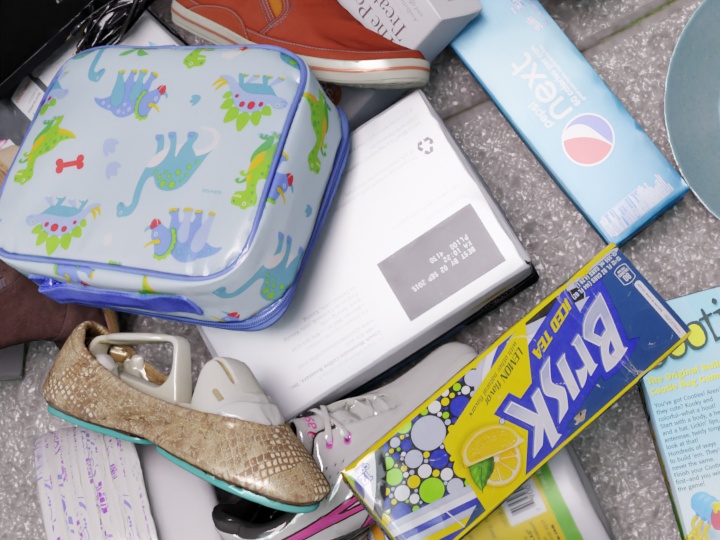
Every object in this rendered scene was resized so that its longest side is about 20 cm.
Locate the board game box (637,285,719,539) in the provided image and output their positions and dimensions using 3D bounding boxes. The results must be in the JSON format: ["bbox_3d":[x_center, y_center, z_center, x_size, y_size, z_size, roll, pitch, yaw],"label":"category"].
[{"bbox_3d":[0.238,0.110,0.749,0.104,0.103,0.202,-15,85,11],"label":"board game box"}]

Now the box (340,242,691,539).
[{"bbox_3d":[0.086,0.077,0.671,0.200,0.064,0.070,-39,80,-8],"label":"box"}]

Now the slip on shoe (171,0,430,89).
[{"bbox_3d":[-0.040,-0.157,0.748,0.199,0.074,0.062,28,111,32],"label":"slip on shoe"}]

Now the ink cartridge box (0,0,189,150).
[{"bbox_3d":[-0.189,-0.122,0.850,0.200,0.083,0.146,43,96,9],"label":"ink cartridge box"}]

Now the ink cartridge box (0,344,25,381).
[{"bbox_3d":[-0.347,-0.001,0.874,0.198,0.084,0.148,4,88,10],"label":"ink cartridge box"}]

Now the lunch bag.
[{"bbox_3d":[-0.116,-0.049,0.712,0.198,0.083,0.162,5,66,28],"label":"lunch bag"}]

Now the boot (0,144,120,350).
[{"bbox_3d":[-0.254,0.034,0.787,0.072,0.201,0.166,20,51,38],"label":"boot"}]

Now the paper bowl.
[{"bbox_3d":[-0.136,0.191,0.769,0.103,0.201,0.203,-13,85,-12],"label":"paper bowl"}]

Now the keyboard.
[{"bbox_3d":[-0.180,-0.181,0.800,0.200,0.040,0.104,-40,57,6],"label":"keyboard"}]

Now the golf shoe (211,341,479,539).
[{"bbox_3d":[0.000,0.111,0.722,0.200,0.092,0.072,-45,36,-12],"label":"golf shoe"}]

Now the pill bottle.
[{"bbox_3d":[0.056,0.178,0.777,0.199,0.111,0.112,-26,83,9],"label":"pill bottle"}]

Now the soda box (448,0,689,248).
[{"bbox_3d":[0.130,-0.110,0.797,0.064,0.068,0.201,-38,82,9],"label":"soda box"}]

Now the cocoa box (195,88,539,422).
[{"bbox_3d":[0.000,0.000,0.784,0.199,0.131,0.134,-33,81,8],"label":"cocoa box"}]

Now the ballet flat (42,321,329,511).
[{"bbox_3d":[-0.100,0.074,0.676,0.198,0.070,0.066,16,92,27],"label":"ballet flat"}]

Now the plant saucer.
[{"bbox_3d":[0.298,-0.108,0.781,0.199,0.039,0.203,-1,87,11],"label":"plant saucer"}]

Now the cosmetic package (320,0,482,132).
[{"bbox_3d":[-0.030,-0.203,0.802,0.201,0.051,0.151,56,136,10],"label":"cosmetic package"}]
